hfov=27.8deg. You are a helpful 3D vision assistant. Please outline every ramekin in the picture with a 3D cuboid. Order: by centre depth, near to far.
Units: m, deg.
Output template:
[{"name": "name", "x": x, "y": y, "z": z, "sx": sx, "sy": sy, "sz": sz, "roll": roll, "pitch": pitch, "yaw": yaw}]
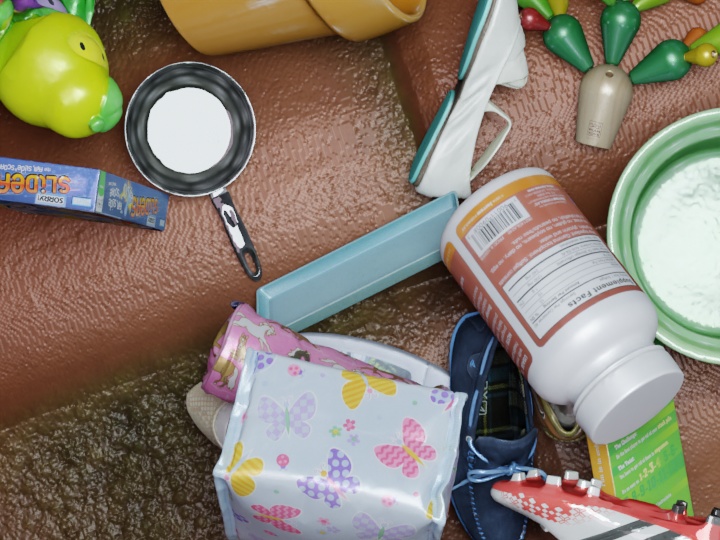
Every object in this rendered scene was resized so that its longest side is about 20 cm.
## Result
[{"name": "ramekin", "x": 0.297, "y": -0.025, "z": 1.174, "sx": 0.198, "sy": 0.098, "sz": 0.203, "roll": 0, "pitch": 87, "yaw": 8}]

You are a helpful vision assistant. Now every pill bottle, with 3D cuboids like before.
[{"name": "pill bottle", "x": 0.155, "y": 0.028, "z": 1.111, "sx": 0.112, "sy": 0.112, "sz": 0.201, "roll": -36, "pitch": 63, "yaw": 5}]

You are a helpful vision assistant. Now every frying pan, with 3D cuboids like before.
[{"name": "frying pan", "x": -0.122, "y": -0.097, "z": 1.269, "sx": 0.190, "sy": 0.031, "sz": 0.115, "roll": 44, "pitch": 84, "yaw": -13}]

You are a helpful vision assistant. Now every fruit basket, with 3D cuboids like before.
[{"name": "fruit basket", "x": -0.278, "y": -0.196, "z": 1.210, "sx": 0.213, "sy": 0.216, "sz": 0.157, "roll": 11, "pitch": 89, "yaw": 8}]

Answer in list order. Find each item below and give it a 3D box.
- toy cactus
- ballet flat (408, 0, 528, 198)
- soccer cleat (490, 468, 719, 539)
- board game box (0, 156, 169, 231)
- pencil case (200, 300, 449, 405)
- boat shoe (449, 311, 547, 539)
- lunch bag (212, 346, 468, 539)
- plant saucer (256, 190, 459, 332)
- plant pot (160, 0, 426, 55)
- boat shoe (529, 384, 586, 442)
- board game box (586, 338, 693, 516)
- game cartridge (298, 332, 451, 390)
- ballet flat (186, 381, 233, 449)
[{"name": "toy cactus", "x": 0.216, "y": -0.184, "z": 1.204, "sx": 0.198, "sy": 0.102, "sz": 0.167, "roll": 12, "pitch": 99, "yaw": 0}, {"name": "ballet flat", "x": 0.102, "y": -0.149, "z": 1.212, "sx": 0.069, "sy": 0.069, "sz": 0.202, "roll": 25, "pitch": 112, "yaw": 8}, {"name": "soccer cleat", "x": 0.189, "y": 0.207, "z": 1.112, "sx": 0.198, "sy": 0.068, "sz": 0.086, "roll": 11, "pitch": 92, "yaw": 23}, {"name": "board game box", "x": -0.249, "y": -0.064, "z": 1.201, "sx": 0.134, "sy": 0.200, "sz": 0.035, "roll": 7, "pitch": 88, "yaw": 9}, {"name": "pencil case", "x": -0.027, "y": 0.097, "z": 1.173, "sx": 0.198, "sy": 0.083, "sz": 0.087, "roll": 23, "pitch": 54, "yaw": 0}, {"name": "boat shoe", "x": 0.106, "y": 0.137, "z": 1.189, "sx": 0.083, "sy": 0.069, "sz": 0.202, "roll": -14, "pitch": 99, "yaw": -22}, {"name": "lunch bag", "x": -0.015, "y": 0.151, "z": 1.075, "sx": 0.168, "sy": 0.201, "sz": 0.128, "roll": 11, "pitch": 61, "yaw": 6}, {"name": "plant saucer", "x": 0.000, "y": 0.000, "z": 1.223, "sx": 0.199, "sy": 0.070, "sz": 0.019, "roll": -27, "pitch": 125, "yaw": 16}, {"name": "plant pot", "x": -0.069, "y": -0.268, "z": 1.201, "sx": 0.182, "sy": 0.200, "sz": 0.202, "roll": -19, "pitch": 85, "yaw": 22}, {"name": "boat shoe", "x": 0.162, "y": 0.041, "z": 1.204, "sx": 0.071, "sy": 0.068, "sz": 0.202, "roll": -14, "pitch": 85, "yaw": 8}, {"name": "board game box", "x": 0.226, "y": 0.153, "z": 1.182, "sx": 0.030, "sy": 0.095, "sz": 0.203, "roll": -10, "pitch": 87, "yaw": 49}, {"name": "game cartridge", "x": -0.009, "y": 0.125, "z": 1.242, "sx": 0.198, "sy": 0.041, "sz": 0.135, "roll": 12, "pitch": 85, "yaw": 8}, {"name": "ballet flat", "x": -0.062, "y": 0.146, "z": 1.200, "sx": 0.199, "sy": 0.062, "sz": 0.068, "roll": 31, "pitch": 92, "yaw": 9}]
